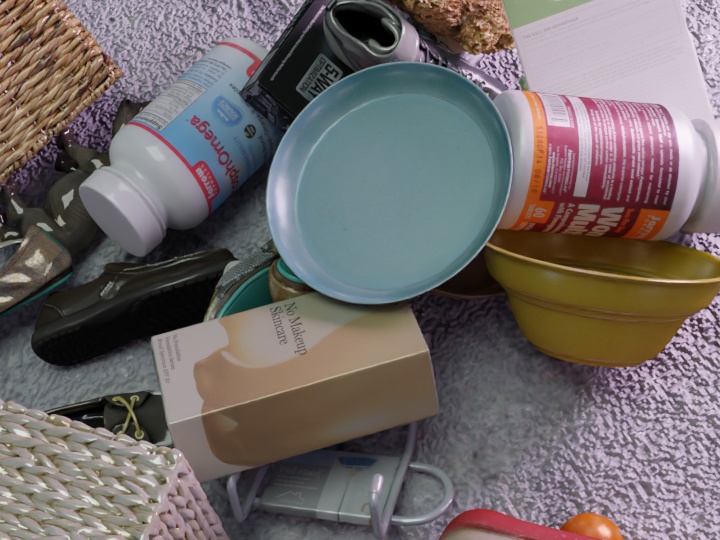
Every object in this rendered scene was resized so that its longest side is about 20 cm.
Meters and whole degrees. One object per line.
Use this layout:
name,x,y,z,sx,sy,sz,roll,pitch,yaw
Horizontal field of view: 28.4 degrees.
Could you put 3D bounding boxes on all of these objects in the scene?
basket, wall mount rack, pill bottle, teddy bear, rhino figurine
basket,-0.211,0.222,1.040,0.197,0.200,0.161,13,58,21
basket,-0.346,-0.173,1.313,0.200,0.149,0.143,-45,18,-13
wall mount rack,-0.020,0.127,1.119,0.199,0.075,0.174,4,40,16
pill bottle,-0.150,-0.108,1.261,0.108,0.109,0.200,31,65,28
pill bottle,0.200,-0.081,1.127,0.199,0.110,0.110,4,57,-13
teddy bear,0.062,-0.224,1.191,0.144,0.200,0.067,27,101,12
rhino figurine,-0.247,-0.086,1.313,0.087,0.060,0.200,40,74,11

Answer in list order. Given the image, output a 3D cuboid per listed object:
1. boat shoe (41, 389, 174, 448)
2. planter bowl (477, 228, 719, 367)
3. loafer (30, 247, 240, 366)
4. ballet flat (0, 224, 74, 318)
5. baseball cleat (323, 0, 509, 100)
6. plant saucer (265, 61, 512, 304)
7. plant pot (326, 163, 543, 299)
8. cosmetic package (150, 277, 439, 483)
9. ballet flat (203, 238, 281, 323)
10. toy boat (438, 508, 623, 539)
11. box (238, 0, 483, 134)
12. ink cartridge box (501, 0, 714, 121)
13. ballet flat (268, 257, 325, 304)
boat shoe,-0.202,0.137,1.166,0.200,0.061,0.072,-16,57,5
planter bowl,0.181,0.024,1.095,0.199,0.200,0.084,11,102,21
loafer,-0.194,0.016,1.229,0.199,0.073,0.072,-17,56,3
ballet flat,-0.347,0.026,1.253,0.199,0.067,0.068,-34,13,1
baseball cleat,0.053,-0.158,1.172,0.199,0.106,0.070,29,90,0
plant saucer,0.023,-0.065,1.092,0.199,0.027,0.201,-8,67,19
plant pot,0.060,-0.053,1.181,0.199,0.028,0.201,14,48,-17
cosmetic package,-0.050,0.079,1.075,0.199,0.071,0.105,-17,41,-6
ballet flat,-0.074,0.006,1.187,0.072,0.072,0.200,29,47,28
toy boat,0.150,0.222,1.004,0.199,0.131,0.131,11,32,20
box,0.010,-0.184,1.258,0.158,0.050,0.200,39,68,-15
ink cartridge box,0.201,-0.178,1.178,0.145,0.201,0.048,-19,18,3
ballet flat,0.000,0.000,1.177,0.068,0.073,0.200,34,41,28
